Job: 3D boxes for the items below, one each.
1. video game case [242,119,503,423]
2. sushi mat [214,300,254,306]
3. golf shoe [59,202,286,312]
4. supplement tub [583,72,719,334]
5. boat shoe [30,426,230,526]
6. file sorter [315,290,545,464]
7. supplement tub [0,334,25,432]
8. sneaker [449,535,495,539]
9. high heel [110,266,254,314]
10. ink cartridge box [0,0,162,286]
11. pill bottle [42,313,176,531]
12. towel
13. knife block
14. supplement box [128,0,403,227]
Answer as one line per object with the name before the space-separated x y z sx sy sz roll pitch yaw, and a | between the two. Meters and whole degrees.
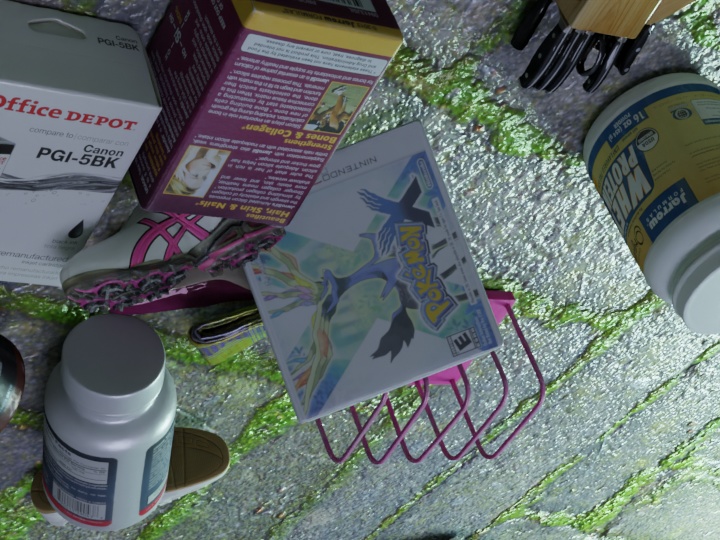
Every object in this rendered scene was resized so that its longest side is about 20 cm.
video game case | 0.000 0.000 1.283 0.181 0.202 0.022 -20 176 -3
sushi mat | -0.079 -0.040 1.356 0.095 0.012 0.201 -11 143 -17
golf shoe | -0.155 -0.030 1.209 0.199 0.093 0.072 -22 171 -41
supplement tub | 0.298 -0.060 1.383 0.143 0.201 0.145 -15 144 -11
boat shoe | -0.225 0.210 1.558 0.198 0.071 0.070 -11 146 -3
file sorter | 0.061 0.110 1.536 0.198 0.126 0.139 2 138 -32
supplement tub | -0.365 0.064 1.247 0.106 0.108 0.200 -31 144 11
sneaker | 0.102 0.367 1.960 0.199 0.075 0.081 11 119 -42
high heel | -0.128 0.002 1.345 0.198 0.068 0.096 0 165 -19
ink cartridge box | -0.252 -0.087 1.131 0.146 0.083 0.200 6 136 -34
pill bottle | -0.226 0.135 1.409 0.118 0.120 0.201 -9 143 -20
towel | -0.081 0.048 1.386 0.142 0.023 0.200 -20 173 -6
knife block | 0.183 -0.229 1.213 0.174 0.064 0.200 -27 145 3
supplement box | -0.079 -0.139 1.146 0.130 0.104 0.201 5 135 -35
